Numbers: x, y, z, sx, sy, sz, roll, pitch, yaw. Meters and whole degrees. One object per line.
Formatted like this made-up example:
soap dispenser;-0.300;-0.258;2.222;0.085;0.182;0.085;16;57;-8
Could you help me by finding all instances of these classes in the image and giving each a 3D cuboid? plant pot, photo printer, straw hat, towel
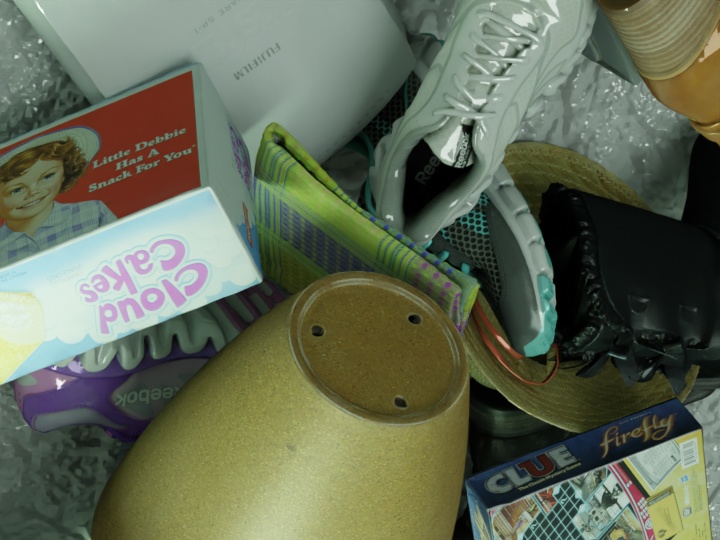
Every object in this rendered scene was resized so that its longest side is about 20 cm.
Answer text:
plant pot;-0.021;0.098;1.333;0.186;0.187;0.200;-5;145;-28
photo printer;-0.072;-0.130;1.396;0.166;0.069;0.200;-36;125;-3
straw hat;0.100;0.027;1.559;0.201;0.202;0.085;10;148;-33
towel;0.000;0.000;1.401;0.023;0.144;0.200;-49;168;-15

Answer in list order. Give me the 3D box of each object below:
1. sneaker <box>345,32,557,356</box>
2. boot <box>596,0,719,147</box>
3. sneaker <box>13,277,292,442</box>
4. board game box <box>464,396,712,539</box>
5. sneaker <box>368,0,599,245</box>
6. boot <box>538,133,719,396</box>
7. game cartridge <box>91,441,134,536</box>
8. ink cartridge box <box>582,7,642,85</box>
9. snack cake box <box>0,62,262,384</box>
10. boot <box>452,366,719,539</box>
sneaker;0.043;-0.031;1.462;0.091;0.200;0.078;-24;155;-4
boot;0.223;-0.163;1.384;0.200;0.074;0.155;-45;132;2
sneaker;-0.110;0.053;1.465;0.200;0.081;0.089;1;121;-30
board game box;0.139;0.181;1.522;0.135;0.035;0.200;-19;126;-13
sneaker;0.064;-0.096;1.357;0.075;0.081;0.200;27;112;1
boot;0.178;-0.019;1.543;0.162;0.199;0.073;10;146;-26
game cartridge;-0.128;0.208;1.492;0.038;0.130;0.201;5;114;6
ink cartridge box;0.164;-0.230;1.445;0.200;0.145;0.145;-36;125;-11
snack cake box;-0.155;-0.016;1.336;0.200;0.115;0.067;-21;125;10
boot;0.133;0.132;1.652;0.199;0.069;0.175;-10;122;-23
